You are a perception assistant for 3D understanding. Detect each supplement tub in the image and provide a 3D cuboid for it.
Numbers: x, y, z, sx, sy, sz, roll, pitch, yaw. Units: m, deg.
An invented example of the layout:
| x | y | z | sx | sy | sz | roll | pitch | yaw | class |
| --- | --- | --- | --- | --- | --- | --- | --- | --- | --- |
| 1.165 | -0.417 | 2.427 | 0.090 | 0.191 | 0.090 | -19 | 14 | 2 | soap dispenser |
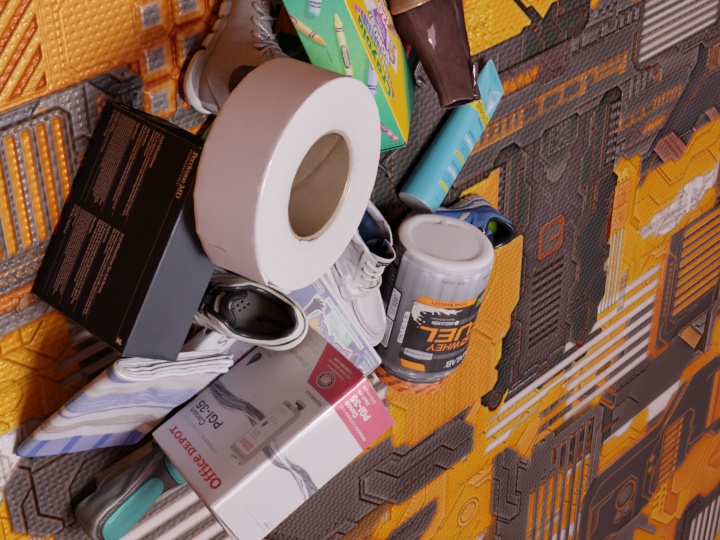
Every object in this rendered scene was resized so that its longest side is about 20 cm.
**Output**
| x | y | z | sx | sy | sz | roll | pitch | yaw | class |
| --- | --- | --- | --- | --- | --- | --- | --- | --- | --- |
| 0.079 | 0.044 | 1.551 | 0.122 | 0.122 | 0.200 | -23 | 138 | -41 | supplement tub |

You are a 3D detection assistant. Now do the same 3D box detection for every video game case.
| x | y | z | sx | sy | sz | roll | pitch | yaw | class |
| --- | --- | --- | --- | --- | --- | --- | --- | --- | --- |
| -0.086 | 0.097 | 1.398 | 0.182 | 0.023 | 0.200 | -41 | 133 | -9 | video game case |

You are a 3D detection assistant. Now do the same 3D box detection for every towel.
| x | y | z | sx | sy | sz | roll | pitch | yaw | class |
| --- | --- | --- | --- | --- | --- | --- | --- | --- | --- |
| -0.233 | 0.134 | 1.285 | 0.147 | 0.024 | 0.200 | -1 | 152 | -48 | towel |

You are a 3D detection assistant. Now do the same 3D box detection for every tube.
| x | y | z | sx | sy | sz | roll | pitch | yaw | class |
| --- | --- | --- | --- | --- | --- | --- | --- | --- | --- |
| 0.118 | -0.161 | 1.602 | 0.200 | 0.050 | 0.077 | -58 | 157 | -13 | tube |

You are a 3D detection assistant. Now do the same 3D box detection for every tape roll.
| x | y | z | sx | sy | sz | roll | pitch | yaw | class |
| --- | --- | --- | --- | --- | --- | --- | --- | --- | --- |
| -0.063 | -0.086 | 1.172 | 0.202 | 0.071 | 0.203 | -45 | 146 | -41 | tape roll |

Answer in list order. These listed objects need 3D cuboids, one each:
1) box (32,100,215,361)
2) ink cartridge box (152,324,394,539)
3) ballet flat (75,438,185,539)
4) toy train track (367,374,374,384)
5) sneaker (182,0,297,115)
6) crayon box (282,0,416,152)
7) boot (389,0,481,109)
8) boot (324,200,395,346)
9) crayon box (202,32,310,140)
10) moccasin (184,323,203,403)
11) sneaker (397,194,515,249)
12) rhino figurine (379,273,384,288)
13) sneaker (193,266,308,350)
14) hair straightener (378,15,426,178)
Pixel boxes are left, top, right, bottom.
| x | y | z | sx | sy | sz | roll | pitch | yaw | class |
| --- | --- | --- | --- | --- | --- | --- | --- | --- | --- |
| -0.202 | -0.036 | 1.208 | 0.079 | 0.141 | 0.200 | 14 | 102 | -53 | box |
| -0.090 | 0.162 | 1.318 | 0.200 | 0.146 | 0.083 | -40 | 131 | -11 | ink cartridge box |
| -0.223 | 0.213 | 1.408 | 0.200 | 0.064 | 0.067 | -38 | 136 | -23 | ballet flat |
| -0.069 | 0.152 | 1.590 | 0.200 | 0.033 | 0.115 | -12 | 129 | -40 | toy train track |
| -0.085 | -0.230 | 1.244 | 0.075 | 0.115 | 0.200 | 13 | 103 | -53 | sneaker |
| -0.008 | -0.227 | 1.269 | 0.119 | 0.058 | 0.200 | -80 | 151 | -48 | crayon box |
| 0.086 | -0.255 | 1.382 | 0.167 | 0.072 | 0.200 | 68 | 22 | -5 | boot |
| 0.000 | 0.000 | 1.456 | 0.074 | 0.095 | 0.200 | -49 | 121 | -41 | boot |
| -0.094 | -0.128 | 1.336 | 0.200 | 0.058 | 0.119 | -56 | 144 | -9 | crayon box |
| -0.154 | 0.105 | 1.412 | 0.074 | 0.078 | 0.202 | -38 | 138 | -32 | moccasin |
| 0.121 | -0.041 | 1.641 | 0.200 | 0.089 | 0.079 | -22 | 128 | -39 | sneaker |
| -0.032 | 0.040 | 1.533 | 0.200 | 0.060 | 0.088 | -19 | 116 | -47 | rhino figurine |
| -0.145 | 0.023 | 1.281 | 0.088 | 0.200 | 0.076 | 144 | -39 | -83 | sneaker |
| 0.054 | -0.201 | 1.495 | 0.077 | 0.041 | 0.200 | -15 | 124 | -45 | hair straightener |
